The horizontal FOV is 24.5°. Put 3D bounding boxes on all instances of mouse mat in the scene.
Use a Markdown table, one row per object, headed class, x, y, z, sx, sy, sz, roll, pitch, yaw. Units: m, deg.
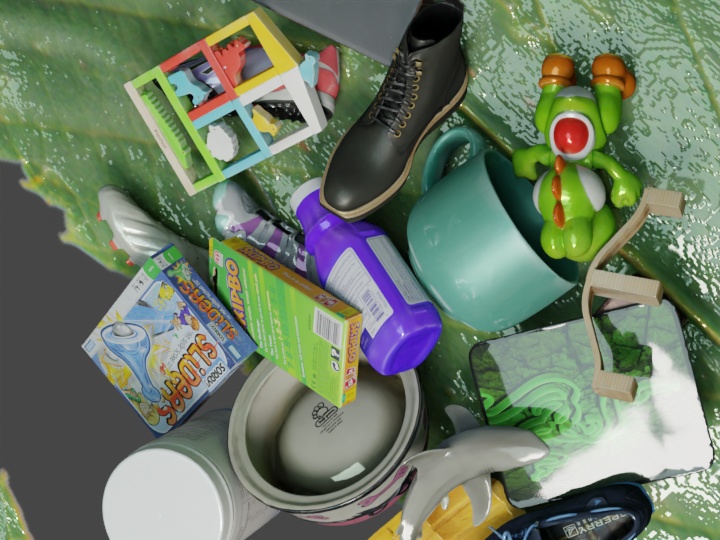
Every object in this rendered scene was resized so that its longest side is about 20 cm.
| class | x | y | z | sx | sy | sz | roll | pitch | yaw |
| --- | --- | --- | --- | --- | --- | --- | --- | --- | --- |
| mouse mat | 0.208 | 0.123 | 1.503 | 0.199 | 0.008 | 0.162 | -15 | 92 | 20 |

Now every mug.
| class | x | y | z | sx | sy | sz | roll | pitch | yaw |
| --- | --- | --- | --- | --- | --- | --- | --- | --- | --- |
| mug | 0.114 | -0.028 | 1.557 | 0.114 | 0.185 | 0.152 | -36 | 117 | 19 |

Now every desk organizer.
| class | x | y | z | sx | sy | sz | roll | pitch | yaw |
| --- | --- | --- | --- | --- | --- | --- | --- | --- | --- |
| desk organizer | -0.030 | -0.268 | 1.602 | 0.199 | 0.077 | 0.072 | 28 | 104 | 14 |

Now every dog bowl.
| class | x | y | z | sx | sy | sz | roll | pitch | yaw |
| --- | --- | --- | --- | --- | --- | --- | --- | --- | --- |
| dog bowl | -0.023 | 0.153 | 1.583 | 0.199 | 0.074 | 0.201 | -13 | 54 | 19 |

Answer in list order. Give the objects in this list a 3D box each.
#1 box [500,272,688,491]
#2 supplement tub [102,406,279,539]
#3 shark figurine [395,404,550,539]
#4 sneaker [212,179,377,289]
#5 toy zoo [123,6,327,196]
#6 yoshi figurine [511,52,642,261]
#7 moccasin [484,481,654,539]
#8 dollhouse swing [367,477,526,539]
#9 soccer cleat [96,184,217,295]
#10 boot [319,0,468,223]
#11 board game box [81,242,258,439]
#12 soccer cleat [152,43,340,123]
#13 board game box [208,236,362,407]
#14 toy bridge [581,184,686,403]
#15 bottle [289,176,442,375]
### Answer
| class | x | y | z | sx | sy | sz | roll | pitch | yaw |
| --- | --- | --- | --- | --- | --- | --- | --- | --- | --- |
| box | 0.214 | 0.104 | 1.554 | 0.075 | 0.100 | 0.200 | 42 | 108 | 9 |
| supplement tub | -0.156 | 0.215 | 1.638 | 0.131 | 0.200 | 0.133 | 2 | 98 | 19 |
| shark figurine | 0.062 | 0.202 | 1.508 | 0.215 | 0.089 | 0.128 | -55 | 51 | 14 |
| sneaker | -0.049 | -0.025 | 1.645 | 0.139 | 0.078 | 0.201 | -29 | 96 | 18 |
| toy zoo | -0.120 | -0.167 | 1.606 | 0.199 | 0.020 | 0.132 | -25 | 103 | 29 |
| yoshi figurine | 0.200 | -0.092 | 1.522 | 0.112 | 0.111 | 0.201 | -31 | 44 | 56 |
| moccasin | 0.167 | 0.247 | 1.493 | 0.200 | 0.068 | 0.081 | -36 | 88 | 18 |
| dollhouse swing | 0.079 | 0.325 | 1.575 | 0.200 | 0.176 | 0.182 | 50 | 145 | 7 |
| soccer cleat | -0.193 | -0.014 | 1.699 | 0.077 | 0.069 | 0.200 | -36 | 89 | 10 |
| boot | 0.027 | -0.152 | 1.519 | 0.077 | 0.139 | 0.200 | 29 | 70 | 13 |
| board game box | -0.195 | 0.077 | 1.669 | 0.136 | 0.034 | 0.200 | 49 | 139 | 5 |
| soccer cleat | -0.112 | -0.195 | 1.654 | 0.199 | 0.068 | 0.074 | 8 | 76 | 21 |
| board game box | -0.076 | 0.043 | 1.578 | 0.199 | 0.030 | 0.096 | 29 | 128 | 36 |
| toy bridge | 0.234 | 0.014 | 1.471 | 0.067 | 0.027 | 0.201 | 10 | 71 | 23 |
| bottle | 0.000 | 0.000 | 1.553 | 0.200 | 0.065 | 0.084 | 57 | 140 | 28 |
